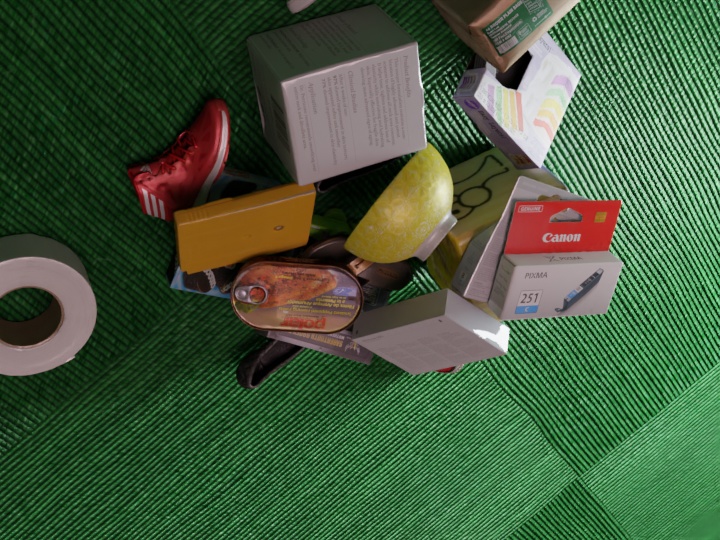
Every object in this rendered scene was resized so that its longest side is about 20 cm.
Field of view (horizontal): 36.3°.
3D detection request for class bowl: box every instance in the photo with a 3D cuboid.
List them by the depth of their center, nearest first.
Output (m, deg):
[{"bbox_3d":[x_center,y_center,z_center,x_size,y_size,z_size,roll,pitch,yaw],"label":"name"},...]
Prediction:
[{"bbox_3d":[0.078,-0.078,1.616,0.108,0.200,0.200,39,101,2],"label":"bowl"}]

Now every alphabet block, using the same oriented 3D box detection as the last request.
[{"bbox_3d":[0.217,-0.059,1.769,0.199,0.195,0.197,-25,126,-9],"label":"alphabet block"}]

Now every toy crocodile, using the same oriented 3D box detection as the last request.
[{"bbox_3d":[-0.010,-0.050,1.743,0.199,0.068,0.062,11,122,-30],"label":"toy crocodile"}]

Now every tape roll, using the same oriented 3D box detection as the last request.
[{"bbox_3d":[-0.484,0.051,1.578,0.202,0.071,0.203,-13,124,-19],"label":"tape roll"}]

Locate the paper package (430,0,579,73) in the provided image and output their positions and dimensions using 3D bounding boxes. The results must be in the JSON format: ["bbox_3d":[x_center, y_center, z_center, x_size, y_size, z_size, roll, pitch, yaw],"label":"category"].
[{"bbox_3d":[0.209,-0.408,1.541,0.200,0.191,0.103,-42,128,5],"label":"paper package"}]

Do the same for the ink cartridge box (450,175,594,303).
[{"bbox_3d":[0.244,-0.040,1.651,0.160,0.047,0.201,14,108,-32],"label":"ink cartridge box"}]

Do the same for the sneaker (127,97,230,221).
[{"bbox_3d":[-0.260,-0.155,1.551,0.115,0.078,0.201,6,116,-30],"label":"sneaker"}]

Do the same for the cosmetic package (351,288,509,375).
[{"bbox_3d":[0.108,0.099,1.719,0.200,0.052,0.151,-18,144,42],"label":"cosmetic package"}]

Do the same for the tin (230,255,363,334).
[{"bbox_3d":[-0.096,0.037,1.658,0.199,0.042,0.113,5,106,-5],"label":"tin"}]

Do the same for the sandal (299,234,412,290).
[{"bbox_3d":[0.000,0.000,1.705,0.199,0.055,0.082,20,122,-32],"label":"sandal"}]

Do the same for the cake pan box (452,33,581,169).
[{"bbox_3d":[0.239,-0.284,1.673,0.200,0.052,0.185,41,66,-36],"label":"cake pan box"}]

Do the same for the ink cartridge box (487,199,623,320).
[{"bbox_3d":[0.301,-0.015,1.636,0.199,0.045,0.177,-3,119,-26],"label":"ink cartridge box"}]

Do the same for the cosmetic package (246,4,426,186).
[{"bbox_3d":[-0.032,-0.249,1.543,0.199,0.166,0.168,-18,127,-14],"label":"cosmetic package"}]

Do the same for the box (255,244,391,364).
[{"bbox_3d":[-0.053,0.051,1.759,0.199,0.048,0.159,17,89,-30],"label":"box"}]

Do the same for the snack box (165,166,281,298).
[{"bbox_3d":[-0.206,-0.056,1.664,0.116,0.037,0.201,12,114,-31],"label":"snack box"}]

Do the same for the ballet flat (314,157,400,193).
[{"bbox_3d":[0.009,-0.167,1.684,0.199,0.057,0.067,-27,129,-8],"label":"ballet flat"}]

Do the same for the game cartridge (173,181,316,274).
[{"bbox_3d":[-0.167,-0.061,1.579,0.199,0.033,0.176,-13,159,-13],"label":"game cartridge"}]

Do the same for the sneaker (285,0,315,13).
[{"bbox_3d":[-0.041,-0.440,1.491,0.200,0.074,0.082,-43,99,11],"label":"sneaker"}]

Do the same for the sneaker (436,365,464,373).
[{"bbox_3d":[0.164,0.096,1.919,0.085,0.077,0.201,9,116,-24],"label":"sneaker"}]

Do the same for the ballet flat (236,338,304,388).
[{"bbox_3d":[-0.117,0.124,1.791,0.200,0.057,0.067,-42,125,-11],"label":"ballet flat"}]
